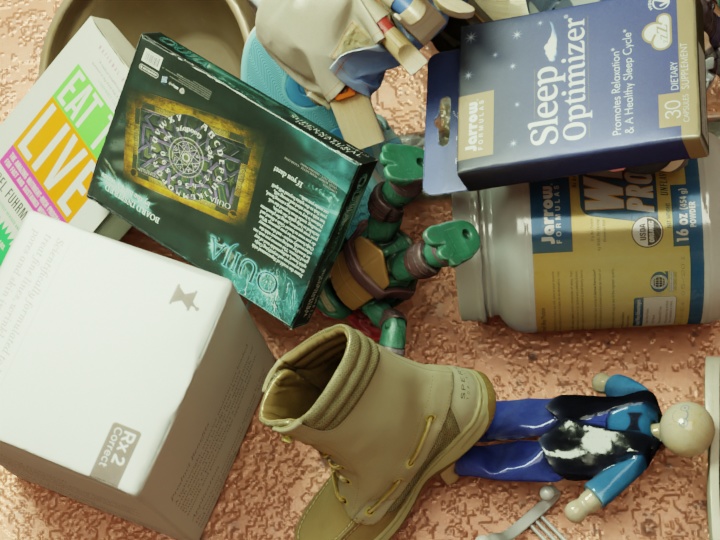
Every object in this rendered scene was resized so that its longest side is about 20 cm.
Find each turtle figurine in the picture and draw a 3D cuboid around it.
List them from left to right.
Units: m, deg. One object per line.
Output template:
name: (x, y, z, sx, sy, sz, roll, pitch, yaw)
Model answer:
turtle figurine: (0.000, 0.000, 1.294, 0.150, 0.200, 0.101, 46, 44, 0)

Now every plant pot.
plant pot: (-0.150, -0.149, 1.413, 0.201, 0.093, 0.201, 1, 92, 24)

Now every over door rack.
over door rack: (0.114, 0.269, 1.266, 0.200, 0.067, 0.148, -41, 70, -8)

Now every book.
book: (-0.227, -0.080, 1.381, 0.200, 0.048, 0.134, -47, 68, 20)

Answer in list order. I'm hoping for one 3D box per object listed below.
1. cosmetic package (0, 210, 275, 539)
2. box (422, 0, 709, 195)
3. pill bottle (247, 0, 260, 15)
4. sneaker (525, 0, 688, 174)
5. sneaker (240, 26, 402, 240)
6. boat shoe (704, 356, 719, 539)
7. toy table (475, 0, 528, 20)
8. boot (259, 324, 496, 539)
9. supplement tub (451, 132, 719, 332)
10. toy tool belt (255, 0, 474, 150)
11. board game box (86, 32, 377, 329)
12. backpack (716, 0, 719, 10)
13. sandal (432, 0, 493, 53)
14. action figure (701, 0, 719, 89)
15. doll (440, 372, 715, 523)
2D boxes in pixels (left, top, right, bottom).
cosmetic package: (-0.180, 0.084, 1.295, 0.165, 0.200, 0.165, 19, 74, 13)
box: (0.133, -0.120, 1.200, 0.200, 0.032, 0.121, -9, 61, 22)
pill bottle: (-0.006, -0.261, 1.444, 0.200, 0.106, 0.106, -41, 71, -7)
sneaker: (0.158, -0.149, 1.258, 0.082, 0.070, 0.200, -7, 50, -32)
sneaker: (-0.027, -0.117, 1.370, 0.079, 0.131, 0.200, -16, 111, 16)
boat shoe: (0.283, 0.156, 1.283, 0.063, 0.073, 0.200, -2, 66, 10)
toy table: (0.127, -0.202, 1.403, 0.184, 0.117, 0.200, -12, 71, 3)
boot: (-0.019, 0.128, 1.256, 0.200, 0.155, 0.073, -46, 44, 24)
supplement tub: (0.171, -0.028, 1.320, 0.200, 0.145, 0.145, -3, 71, 5)
toy tool belt: (0.032, -0.187, 1.225, 0.200, 0.125, 0.123, -43, 83, 9)
board game box: (-0.097, -0.065, 1.263, 0.200, 0.028, 0.135, 32, 113, 21)
backpack: (0.295, -0.314, 1.376, 0.153, 0.200, 0.176, 1, 72, 8)
sandal: (0.053, -0.227, 1.320, 0.055, 0.082, 0.200, -33, 69, -21)
action figure: (0.272, -0.172, 1.344, 0.200, 0.069, 0.130, 28, 55, -28)
doll: (0.158, 0.125, 1.290, 0.200, 0.049, 0.137, -6, 43, 19)
